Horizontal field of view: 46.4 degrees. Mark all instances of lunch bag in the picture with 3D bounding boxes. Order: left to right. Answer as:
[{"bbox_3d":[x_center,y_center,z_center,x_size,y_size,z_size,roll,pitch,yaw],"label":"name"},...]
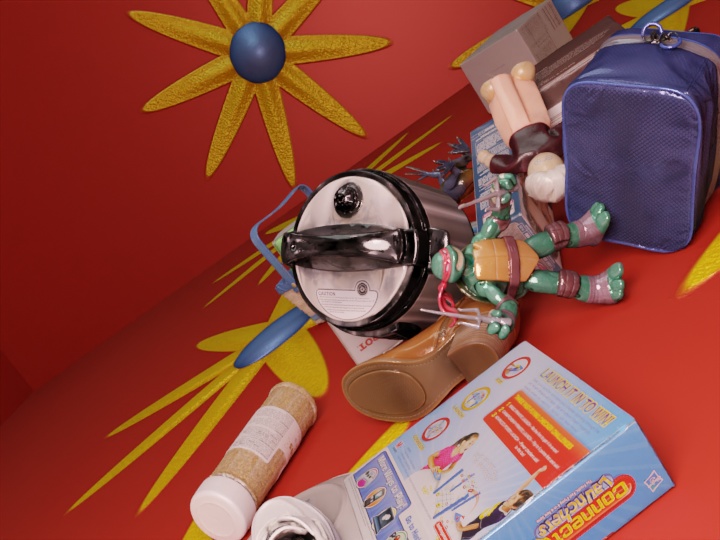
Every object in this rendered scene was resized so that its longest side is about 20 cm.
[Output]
[{"bbox_3d":[0.279,-0.138,0.812,0.134,0.203,0.132,16,44,31],"label":"lunch bag"}]

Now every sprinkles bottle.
[{"bbox_3d":[-0.115,0.209,0.945,0.068,0.069,0.201,-27,15,33],"label":"sprinkles bottle"}]

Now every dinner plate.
[{"bbox_3d":[-0.061,0.250,0.764,0.198,0.024,0.200,-34,12,8],"label":"dinner plate"}]

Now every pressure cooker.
[{"bbox_3d":[0.017,-0.020,0.926,0.176,0.180,0.199,-46,-25,20],"label":"pressure cooker"}]

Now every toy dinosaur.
[{"bbox_3d":[0.147,-0.116,1.375,0.196,0.183,0.106,15,56,19],"label":"toy dinosaur"}]

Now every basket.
[{"bbox_3d":[-0.081,-0.027,1.393,0.138,0.202,0.177,-24,16,40],"label":"basket"}]

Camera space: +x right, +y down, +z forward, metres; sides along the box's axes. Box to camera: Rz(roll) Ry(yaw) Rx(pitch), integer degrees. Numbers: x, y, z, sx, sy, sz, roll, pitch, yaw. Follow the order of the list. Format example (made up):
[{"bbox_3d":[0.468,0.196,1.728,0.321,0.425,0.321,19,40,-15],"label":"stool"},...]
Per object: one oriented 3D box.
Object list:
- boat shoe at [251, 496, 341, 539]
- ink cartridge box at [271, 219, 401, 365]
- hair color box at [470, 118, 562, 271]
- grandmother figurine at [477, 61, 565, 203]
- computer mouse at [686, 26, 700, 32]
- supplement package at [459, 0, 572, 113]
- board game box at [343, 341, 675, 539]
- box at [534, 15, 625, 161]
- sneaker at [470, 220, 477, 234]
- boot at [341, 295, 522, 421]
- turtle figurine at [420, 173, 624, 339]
[{"bbox_3d":[-0.049,0.221,0.658,0.073,0.066,0.199,-39,24,-14],"label":"boat shoe"},{"bbox_3d":[0.000,0.000,1.094,0.145,0.202,0.083,-34,8,3],"label":"ink cartridge box"},{"bbox_3d":[0.183,-0.088,1.002,0.060,0.100,0.203,-27,37,27],"label":"hair color box"},{"bbox_3d":[0.186,-0.148,0.934,0.120,0.060,0.202,-33,42,19],"label":"grandmother figurine"},{"bbox_3d":[0.500,-0.364,1.444,0.199,0.034,0.059,-38,12,-7],"label":"computer mouse"},{"bbox_3d":[0.388,-0.521,2.046,0.190,0.148,0.200,-21,19,49],"label":"supplement package"},{"bbox_3d":[0.092,0.154,0.612,0.194,0.056,0.200,-36,13,-1],"label":"board game box"},{"bbox_3d":[0.304,-0.207,1.095,0.163,0.167,0.201,-32,14,20],"label":"box"},{"bbox_3d":[0.127,-0.020,1.118,0.072,0.073,0.199,-37,9,-36],"label":"sneaker"},{"bbox_3d":[0.084,0.079,0.892,0.197,0.075,0.155,-19,18,29],"label":"boot"},{"bbox_3d":[0.140,-0.011,0.785,0.195,0.154,0.101,-3,-8,-11],"label":"turtle figurine"}]
